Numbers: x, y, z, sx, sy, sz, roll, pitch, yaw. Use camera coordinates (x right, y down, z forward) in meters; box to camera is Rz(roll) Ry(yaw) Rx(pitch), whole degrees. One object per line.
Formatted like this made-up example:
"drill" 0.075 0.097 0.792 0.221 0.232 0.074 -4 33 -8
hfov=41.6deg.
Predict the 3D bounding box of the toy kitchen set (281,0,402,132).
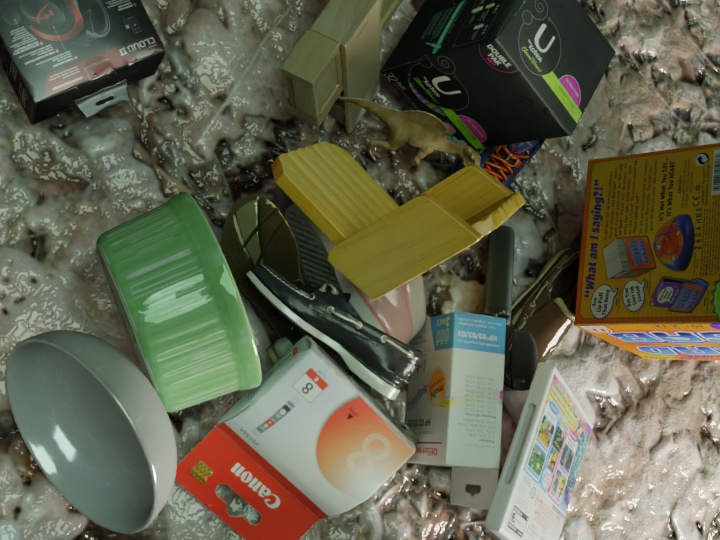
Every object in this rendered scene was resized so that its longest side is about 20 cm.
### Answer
"toy kitchen set" -0.066 -0.269 1.064 0.179 0.164 0.201 27 69 14

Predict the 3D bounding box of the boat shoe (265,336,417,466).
"boat shoe" -0.019 0.137 1.012 0.068 0.075 0.200 -41 109 -2

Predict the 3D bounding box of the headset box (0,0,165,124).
"headset box" -0.303 -0.256 0.967 0.147 0.075 0.202 -29 92 -23

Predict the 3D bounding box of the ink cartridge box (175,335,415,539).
"ink cartridge box" -0.068 0.190 0.952 0.200 0.050 0.162 -45 108 0

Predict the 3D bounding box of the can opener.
"can opener" 0.170 0.046 1.101 0.065 0.053 0.203 0 66 6

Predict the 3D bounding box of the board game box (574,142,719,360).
"board game box" 0.389 -0.013 1.104 0.199 0.198 0.203 22 71 -46

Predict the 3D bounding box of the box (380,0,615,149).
"box" 0.151 -0.233 1.064 0.148 0.199 0.125 42 67 -28

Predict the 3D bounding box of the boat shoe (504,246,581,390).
"boat shoe" 0.222 0.051 1.129 0.074 0.075 0.204 37 70 -12

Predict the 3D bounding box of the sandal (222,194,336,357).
"sandal" -0.087 0.012 1.023 0.080 0.054 0.202 -30 109 -1

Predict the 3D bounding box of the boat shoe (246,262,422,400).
"boat shoe" -0.026 0.049 0.967 0.199 0.074 0.061 38 89 2

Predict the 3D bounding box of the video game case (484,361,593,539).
"video game case" 0.204 0.223 1.057 0.200 0.023 0.184 47 60 -53

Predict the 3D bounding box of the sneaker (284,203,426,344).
"sneaker" 0.000 0.000 1.053 0.104 0.075 0.202 -32 89 -35

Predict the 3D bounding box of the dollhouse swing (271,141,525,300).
"dollhouse swing" 0.041 -0.091 0.989 0.177 0.180 0.200 60 27 -1

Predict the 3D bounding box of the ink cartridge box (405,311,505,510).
"ink cartridge box" 0.101 0.154 1.040 0.067 0.115 0.203 8 78 -19

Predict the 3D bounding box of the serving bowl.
"serving bowl" -0.237 0.139 0.874 0.066 0.199 0.202 -34 94 -45

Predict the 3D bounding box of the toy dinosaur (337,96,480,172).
"toy dinosaur" 0.050 -0.162 1.079 0.198 0.101 0.059 24 69 -20

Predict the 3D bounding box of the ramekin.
"ramekin" -0.177 0.036 0.908 0.097 0.200 0.203 -22 89 -16

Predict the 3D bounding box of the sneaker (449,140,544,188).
"sneaker" 0.174 -0.146 1.141 0.075 0.078 0.201 37 70 -11
